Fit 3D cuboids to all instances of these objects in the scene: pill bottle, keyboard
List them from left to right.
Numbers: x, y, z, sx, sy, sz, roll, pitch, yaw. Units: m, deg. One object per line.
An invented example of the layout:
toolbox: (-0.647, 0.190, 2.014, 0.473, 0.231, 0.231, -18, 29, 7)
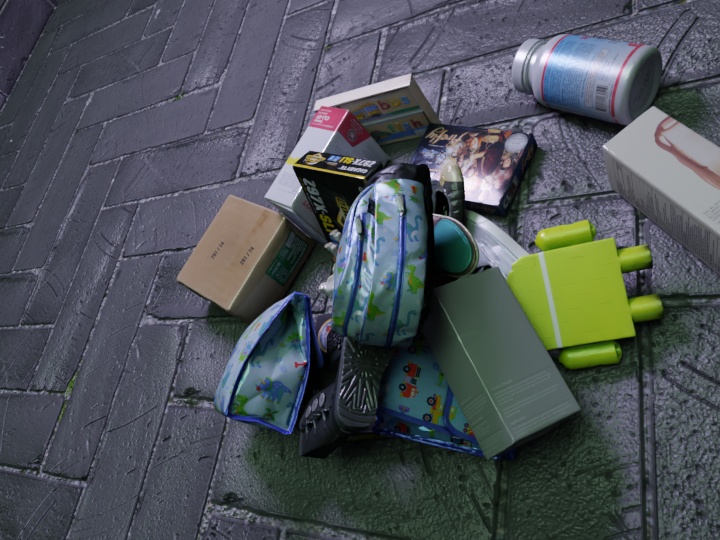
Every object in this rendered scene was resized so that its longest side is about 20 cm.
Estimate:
keyboard: (-0.003, 0.069, 0.829, 0.200, 0.039, 0.105, -50, 33, 35)
pill bottle: (0.334, -0.294, 0.880, 0.199, 0.109, 0.109, 30, 83, 40)

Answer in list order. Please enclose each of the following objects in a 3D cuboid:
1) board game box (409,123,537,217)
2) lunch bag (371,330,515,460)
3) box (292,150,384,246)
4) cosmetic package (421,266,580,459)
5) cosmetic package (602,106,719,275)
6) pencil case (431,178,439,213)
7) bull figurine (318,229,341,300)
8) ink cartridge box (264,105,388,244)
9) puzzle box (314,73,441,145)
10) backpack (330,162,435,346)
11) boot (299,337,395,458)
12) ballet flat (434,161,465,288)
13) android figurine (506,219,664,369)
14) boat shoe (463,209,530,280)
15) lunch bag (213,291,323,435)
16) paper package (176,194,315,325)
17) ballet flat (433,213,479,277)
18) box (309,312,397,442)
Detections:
board game box: (0.173, -0.171, 0.966, 0.199, 0.035, 0.137, 17, 75, 39)
lunch bag: (0.129, 0.154, 0.767, 0.198, 0.094, 0.152, 13, 59, 8)
box: (-0.008, -0.090, 0.932, 0.159, 0.201, 0.049, 20, 56, 40)
cosmetic package: (0.159, 0.108, 0.707, 0.106, 0.090, 0.201, -15, 63, -21)
cosmetic package: (0.408, -0.101, 0.726, 0.087, 0.103, 0.201, -39, 51, 6)
pencil case: (0.049, -0.115, 0.968, 0.199, 0.083, 0.092, 17, 97, 41)
bull figurine: (0.000, 0.000, 0.916, 0.199, 0.122, 0.065, -1, 37, 44)
ink cartridge box: (-0.058, -0.166, 1.045, 0.083, 0.145, 0.201, 23, 78, 40)
puzzle box: (0.031, -0.280, 1.058, 0.198, 0.133, 0.026, -5, 61, 32)
backpack: (0.029, -0.005, 0.695, 0.152, 0.164, 0.202, -3, 58, -15)
boot: (-0.023, 0.156, 0.781, 0.065, 0.200, 0.166, 23, 58, -5)
ballet flat: (0.117, -0.061, 0.871, 0.066, 0.056, 0.202, -133, 50, -72)
android figurine: (0.268, 0.033, 0.739, 0.198, 0.041, 0.184, -14, 83, 20)
boat shoe: (0.191, -0.014, 0.842, 0.071, 0.070, 0.201, -42, 52, -1)
lunch bag: (-0.138, 0.138, 0.904, 0.170, 0.126, 0.202, -24, 49, 66)
paper package: (-0.216, -0.017, 1.095, 0.190, 0.103, 0.201, 23, 78, 38)
ballet flat: (0.110, -0.045, 0.803, 0.070, 0.069, 0.200, -48, 42, 1)
box: (0.001, 0.155, 0.891, 0.159, 0.044, 0.202, -12, 58, 28)
